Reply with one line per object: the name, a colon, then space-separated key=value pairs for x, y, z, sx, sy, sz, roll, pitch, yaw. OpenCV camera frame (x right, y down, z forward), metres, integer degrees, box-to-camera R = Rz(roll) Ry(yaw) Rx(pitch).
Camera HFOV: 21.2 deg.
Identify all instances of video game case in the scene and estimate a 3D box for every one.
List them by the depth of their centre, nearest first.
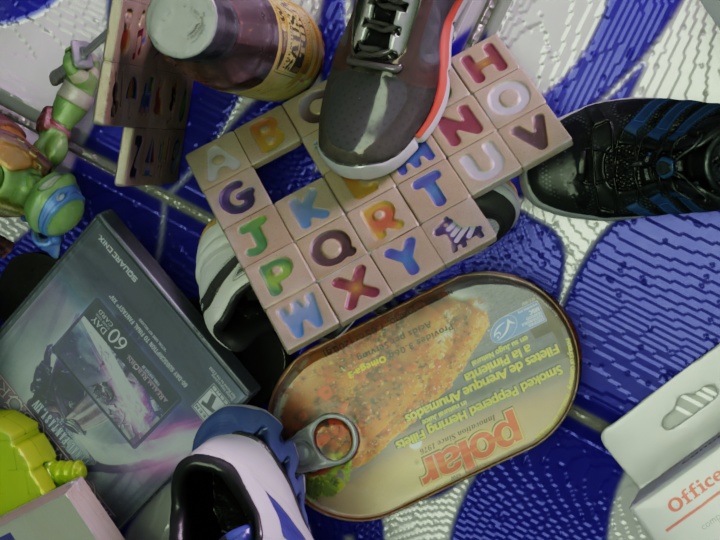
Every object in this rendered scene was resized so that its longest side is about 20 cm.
video game case: x=-0.167 y=0.079 z=1.185 sx=0.143 sy=0.019 sz=0.200 roll=49 pitch=119 yaw=8

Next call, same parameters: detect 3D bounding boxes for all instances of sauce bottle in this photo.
sauce bottle: x=-0.070 y=-0.131 z=1.092 sx=0.066 sy=0.200 sz=0.066 roll=1 pitch=94 yaw=12

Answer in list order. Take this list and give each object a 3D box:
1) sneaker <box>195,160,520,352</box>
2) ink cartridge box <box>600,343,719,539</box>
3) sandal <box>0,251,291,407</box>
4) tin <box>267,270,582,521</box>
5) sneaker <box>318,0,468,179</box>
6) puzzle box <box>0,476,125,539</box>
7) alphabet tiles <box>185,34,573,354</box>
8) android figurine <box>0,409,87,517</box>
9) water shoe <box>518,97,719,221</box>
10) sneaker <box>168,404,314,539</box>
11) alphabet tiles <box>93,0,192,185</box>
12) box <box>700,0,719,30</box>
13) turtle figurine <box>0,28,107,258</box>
sneaker: x=0.000 y=0.000 z=1.126 sx=0.199 sy=0.076 sz=0.088 roll=-15 pitch=44 yaw=14
ink cartridge box: x=0.235 y=0.146 z=1.098 sx=0.116 sy=0.067 sz=0.200 roll=-39 pitch=84 yaw=12
sandal: x=-0.141 y=0.042 z=1.194 sx=0.199 sy=0.045 sz=0.075 roll=17 pitch=96 yaw=12
tin: x=0.039 y=0.076 z=1.158 sx=0.200 sy=0.042 sz=0.112 roll=-26 pitch=82 yaw=12
sneaker: x=0.018 y=-0.152 z=1.107 sx=0.077 sy=0.082 sz=0.201 roll=16 pitch=77 yaw=26
puzzle box: x=-0.167 y=0.232 z=1.162 sx=0.133 sy=0.025 sz=0.200 roll=-26 pitch=101 yaw=26
alphabet tiles: x=0.014 y=-0.059 z=1.112 sx=0.200 sy=0.008 sz=0.167 roll=-29 pitch=52 yaw=-2
android figurine: x=-0.256 y=0.149 z=1.211 sx=0.199 sy=0.041 sz=0.183 roll=-5 pitch=99 yaw=24
water shoe: x=0.186 y=-0.067 z=1.096 sx=0.199 sy=0.079 sz=0.072 roll=-4 pitch=91 yaw=13
sneaker: x=-0.055 y=0.179 z=1.077 sx=0.080 sy=0.115 sz=0.200 roll=-29 pitch=89 yaw=20
alphabet tiles: x=-0.116 y=-0.131 z=1.096 sx=0.008 sy=0.200 sz=0.168 roll=11 pitch=95 yaw=7
box: x=0.290 y=-0.144 z=1.021 sx=0.152 sy=0.106 sz=0.200 roll=-30 pitch=84 yaw=-27
turtle figurine: x=-0.232 y=-0.119 z=1.151 sx=0.194 sy=0.200 sz=0.144 roll=29 pitch=58 yaw=25
